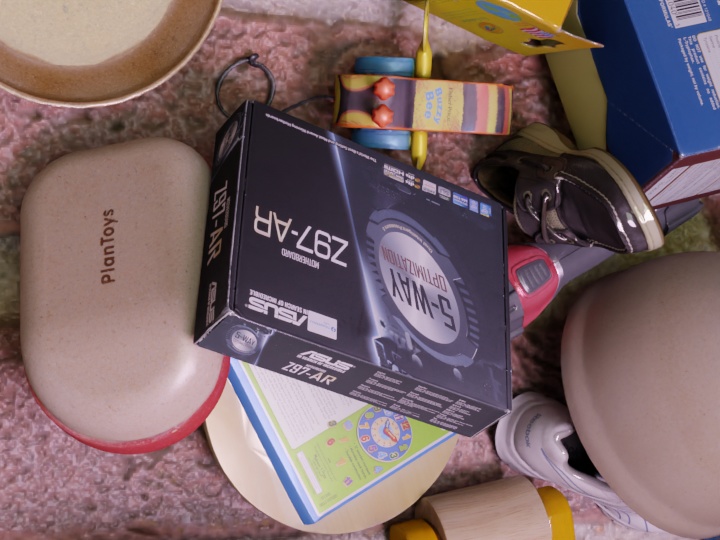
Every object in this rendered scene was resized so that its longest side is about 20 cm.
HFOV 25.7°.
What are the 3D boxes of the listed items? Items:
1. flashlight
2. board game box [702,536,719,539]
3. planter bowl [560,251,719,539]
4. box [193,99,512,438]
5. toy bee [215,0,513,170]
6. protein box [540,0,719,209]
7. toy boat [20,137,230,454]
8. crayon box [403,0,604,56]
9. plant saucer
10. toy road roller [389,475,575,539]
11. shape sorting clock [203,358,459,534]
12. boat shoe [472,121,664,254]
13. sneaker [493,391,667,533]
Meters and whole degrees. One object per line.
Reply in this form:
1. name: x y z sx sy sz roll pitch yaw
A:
1. flashlight: 0.149 -0.015 1.115 0.200 0.068 0.068 -30 139 -23
2. board game box: 0.295 0.306 1.202 0.200 0.056 0.196 -35 105 -13
3. planter bowl: 0.256 0.068 1.080 0.200 0.135 0.200 19 55 -31
4. box: 0.000 0.000 0.975 0.200 0.044 0.160 21 51 -25
5. toy bee: 0.022 -0.103 1.046 0.200 0.109 0.131 -21 103 -16
6. protein box: 0.245 -0.164 1.069 0.200 0.135 0.199 -14 78 -17
7. toy boat: -0.140 0.023 0.999 0.130 0.131 0.200 -10 61 8
8. crayon box: 0.058 -0.203 1.039 0.200 0.127 0.051 23 88 -20
9. plant saucer: -0.184 -0.203 1.004 0.200 0.035 0.200 -2 95 -18
10. toy road roller: 0.108 0.254 1.086 0.123 0.146 0.200 -11 99 -18
11. shape sorting clock: -0.016 0.081 1.085 0.200 0.039 0.200 -1 92 -22
12. boat shoe: 0.132 -0.045 1.043 0.066 0.201 0.072 -29 114 -6
13. sneaker: 0.194 0.150 1.138 0.200 0.087 0.075 20 87 -20
